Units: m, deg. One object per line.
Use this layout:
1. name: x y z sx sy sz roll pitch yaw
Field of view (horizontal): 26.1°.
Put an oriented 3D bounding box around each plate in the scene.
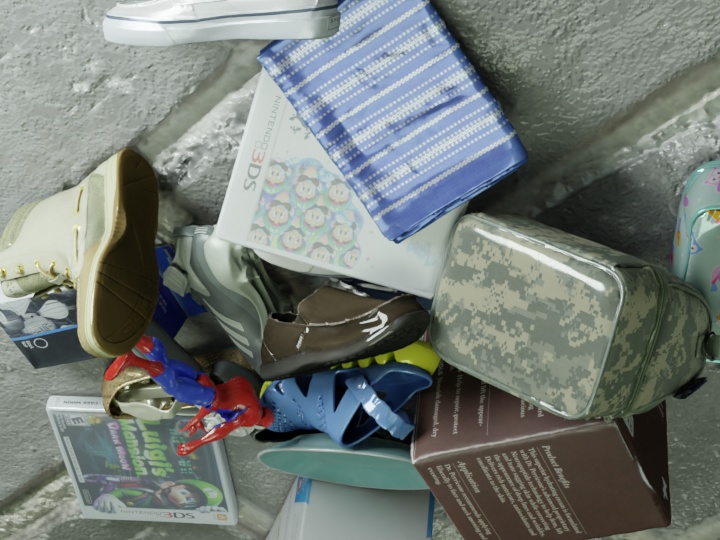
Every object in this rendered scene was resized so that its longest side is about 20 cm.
1. plate: -0.002 0.186 1.530 0.198 0.026 0.200 7 163 2

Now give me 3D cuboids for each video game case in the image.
1. video game case: -0.233 0.209 1.689 0.180 0.023 0.201 1 136 7
2. video game case: -0.004 -0.084 1.300 0.198 0.024 0.183 15 112 -8

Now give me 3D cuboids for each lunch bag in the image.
1. lunch bag: 0.183 0.038 1.309 0.199 0.167 0.141 22 106 40
2. lunch bag: 0.350 -0.002 1.339 0.159 0.078 0.201 1 136 6

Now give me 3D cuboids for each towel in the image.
1. towel: 0.027 -0.130 1.248 0.144 0.024 0.201 -30 111 18

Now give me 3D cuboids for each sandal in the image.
1. sandal: -0.017 0.123 1.437 0.199 0.088 0.079 -19 145 36

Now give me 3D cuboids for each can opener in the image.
1. can opener: -0.170 0.089 1.482 0.200 0.067 0.052 43 148 -25

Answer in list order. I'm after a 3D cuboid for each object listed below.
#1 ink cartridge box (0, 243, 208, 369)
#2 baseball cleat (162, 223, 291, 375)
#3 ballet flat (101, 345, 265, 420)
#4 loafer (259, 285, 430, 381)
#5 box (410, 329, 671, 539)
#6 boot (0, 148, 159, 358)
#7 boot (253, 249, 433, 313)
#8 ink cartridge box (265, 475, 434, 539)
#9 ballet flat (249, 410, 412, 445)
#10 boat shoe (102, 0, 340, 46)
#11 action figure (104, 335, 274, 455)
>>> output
1. ink cartridge box: -0.253 0.037 1.503 0.198 0.039 0.100 -13 132 20
2. baseball cleat: -0.123 0.026 1.462 0.105 0.070 0.201 6 136 23
3. ballet flat: -0.169 0.121 1.556 0.198 0.066 0.071 -9 133 17
4. loafer: -0.025 0.047 1.355 0.199 0.072 0.073 -19 172 42
5. box: 0.171 0.145 1.456 0.198 0.165 0.166 -13 132 21
6. boot: -0.253 0.004 1.354 0.154 0.202 0.072 -21 142 29
7. boot: 0.000 0.000 1.399 0.198 0.073 0.091 6 139 5
8. ink cartridge box: -0.022 0.319 1.679 0.145 0.148 0.201 17 137 -10
9. ballet flat: -0.019 0.172 1.591 0.198 0.057 0.067 11 137 -3
10. boat shoe: -0.109 -0.214 1.210 0.198 0.074 0.067 0 106 16
11. action figure: -0.166 0.123 1.404 0.199 0.065 0.099 26 115 -39
